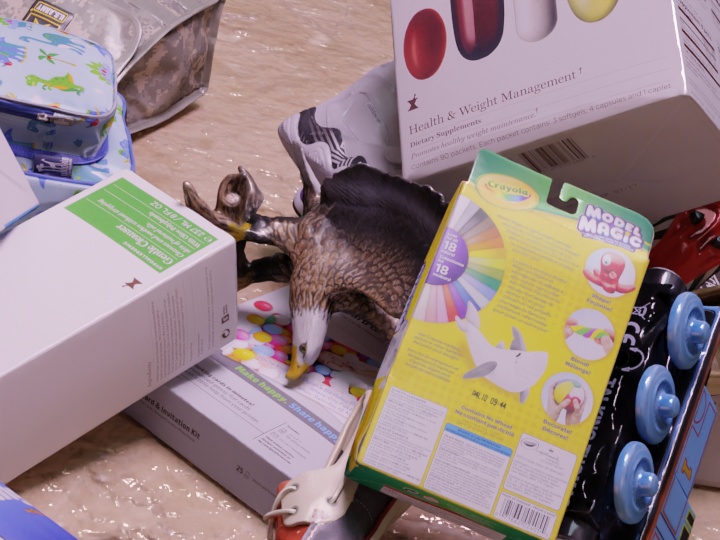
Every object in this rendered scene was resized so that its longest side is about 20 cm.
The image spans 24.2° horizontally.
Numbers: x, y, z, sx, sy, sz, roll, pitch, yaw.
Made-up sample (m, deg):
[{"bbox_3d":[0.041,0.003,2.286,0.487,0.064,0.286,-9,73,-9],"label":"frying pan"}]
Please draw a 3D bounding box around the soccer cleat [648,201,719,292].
[{"bbox_3d":[0.182,0.011,1.127,0.200,0.085,0.069,-33,77,-23],"label":"soccer cleat"}]

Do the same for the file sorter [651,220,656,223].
[{"bbox_3d":[0.168,-0.092,1.268,0.139,0.125,0.200,-6,-22,37],"label":"file sorter"}]

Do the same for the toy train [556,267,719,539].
[{"bbox_3d":[0.159,0.097,0.992,0.087,0.114,0.200,3,53,33],"label":"toy train"}]

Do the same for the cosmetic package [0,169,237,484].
[{"bbox_3d":[-0.178,0.033,0.980,0.108,0.085,0.200,31,46,31],"label":"cosmetic package"}]

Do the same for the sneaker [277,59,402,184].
[{"bbox_3d":[0.032,-0.081,1.161,0.115,0.075,0.200,-39,43,-8],"label":"sneaker"}]

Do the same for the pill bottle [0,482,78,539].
[{"bbox_3d":[-0.171,0.164,0.773,0.200,0.112,0.112,30,31,23],"label":"pill bottle"}]

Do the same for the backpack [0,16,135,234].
[{"bbox_3d":[-0.259,-0.091,1.149,0.200,0.147,0.183,6,27,-13],"label":"backpack"}]

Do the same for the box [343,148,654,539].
[{"bbox_3d":[0.079,0.040,0.919,0.117,0.048,0.200,23,71,-2],"label":"box"}]

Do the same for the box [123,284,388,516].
[{"bbox_3d":[-0.036,0.078,1.077,0.156,0.041,0.200,33,31,27],"label":"box"}]

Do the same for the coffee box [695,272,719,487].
[{"bbox_3d":[0.216,0.061,1.200,0.113,0.080,0.200,11,29,-11],"label":"coffee box"}]

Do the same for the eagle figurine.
[{"bbox_3d":[-0.002,0.007,1.055,0.200,0.151,0.152,13,12,15],"label":"eagle figurine"}]

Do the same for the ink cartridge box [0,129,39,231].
[{"bbox_3d":[-0.304,-0.015,0.987,0.200,0.067,0.116,-24,10,14],"label":"ink cartridge box"}]

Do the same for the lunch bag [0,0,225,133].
[{"bbox_3d":[-0.233,-0.185,1.367,0.164,0.118,0.200,25,35,15],"label":"lunch bag"}]

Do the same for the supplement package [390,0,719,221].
[{"bbox_3d":[0.135,-0.140,1.085,0.147,0.191,0.200,36,44,-52],"label":"supplement package"}]

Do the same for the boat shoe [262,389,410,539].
[{"bbox_3d":[-0.019,0.136,0.921,0.063,0.071,0.200,44,41,2],"label":"boat shoe"}]

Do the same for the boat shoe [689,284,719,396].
[{"bbox_3d":[0.277,0.034,1.128,0.200,0.065,0.071,-12,41,-43],"label":"boat shoe"}]

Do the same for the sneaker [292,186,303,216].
[{"bbox_3d":[0.003,-0.045,1.231,0.074,0.088,0.200,30,13,-26],"label":"sneaker"}]
